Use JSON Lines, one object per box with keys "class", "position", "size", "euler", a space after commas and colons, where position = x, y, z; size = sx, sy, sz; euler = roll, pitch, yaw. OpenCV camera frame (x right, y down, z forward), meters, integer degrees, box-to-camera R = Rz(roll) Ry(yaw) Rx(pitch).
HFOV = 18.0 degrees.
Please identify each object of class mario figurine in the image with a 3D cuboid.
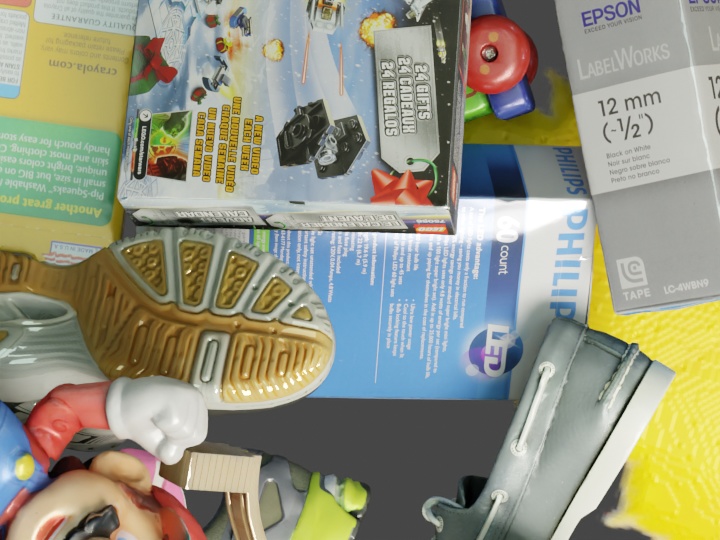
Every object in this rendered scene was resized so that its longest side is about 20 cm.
{"class": "mario figurine", "position": [-0.134, 0.081, 0.850], "size": [0.200, 0.106, 0.123], "euler": [36, 125, -18]}

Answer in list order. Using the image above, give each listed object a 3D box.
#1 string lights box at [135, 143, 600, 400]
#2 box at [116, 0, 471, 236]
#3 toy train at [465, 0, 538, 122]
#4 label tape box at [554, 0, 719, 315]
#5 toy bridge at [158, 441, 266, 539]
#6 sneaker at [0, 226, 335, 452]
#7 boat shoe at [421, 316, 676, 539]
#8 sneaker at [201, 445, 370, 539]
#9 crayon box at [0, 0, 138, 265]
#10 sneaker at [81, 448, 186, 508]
{"class": "string lights box", "position": [0.000, 0.000, 1.000], "size": [0.198, 0.059, 0.103], "euler": [1, 117, -6]}
{"class": "box", "position": [-0.022, -0.116, 0.941], "size": [0.136, 0.040, 0.202], "euler": [2, 73, 9]}
{"class": "toy train", "position": [0.000, -0.151, 1.019], "size": [0.115, 0.085, 0.201], "euler": [-19, 90, 8]}
{"class": "label tape box", "position": [0.151, -0.089, 0.994], "size": [0.066, 0.143, 0.202], "euler": [-9, 90, 35]}
{"class": "toy bridge", "position": [-0.063, 0.173, 0.944], "size": [0.067, 0.027, 0.202], "euler": [7, 93, -34]}
{"class": "sneaker", "position": [-0.096, 0.035, 0.943], "size": [0.199, 0.088, 0.076], "euler": [3, 58, 23]}
{"class": "boat shoe", "position": [0.062, 0.107, 1.000], "size": [0.062, 0.073, 0.201], "euler": [34, 112, 5]}
{"class": "sneaker", "position": [-0.073, 0.168, 1.009], "size": [0.081, 0.074, 0.201], "euler": [28, 79, 3]}
{"class": "crayon box", "position": [-0.159, -0.086, 1.011], "size": [0.125, 0.052, 0.202], "euler": [8, 87, -5]}
{"class": "sneaker", "position": [-0.140, 0.159, 0.980], "size": [0.073, 0.087, 0.201], "euler": [19, 100, -25]}
